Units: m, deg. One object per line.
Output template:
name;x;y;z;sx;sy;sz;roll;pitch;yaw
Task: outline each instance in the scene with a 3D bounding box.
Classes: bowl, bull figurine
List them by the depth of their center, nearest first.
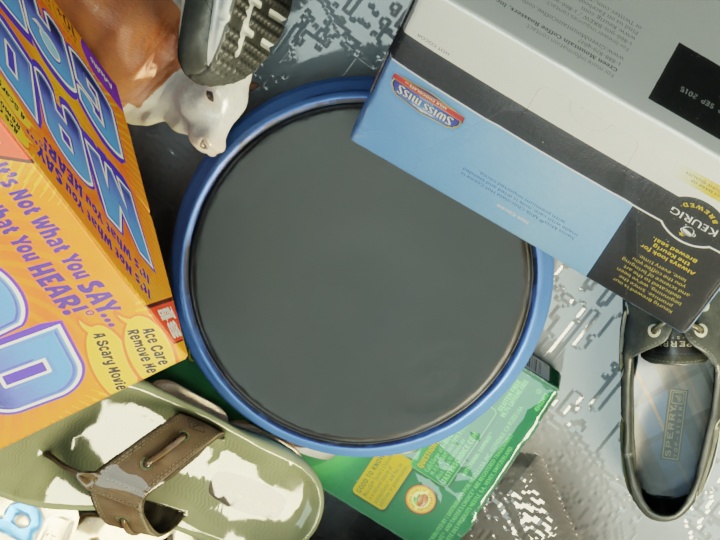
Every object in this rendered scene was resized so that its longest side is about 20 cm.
bowl;0.000;0.000;1.455;0.200;0.039;0.201;0;97;2
bull figurine;-0.144;-0.128;1.458;0.121;0.065;0.200;-37;85;16

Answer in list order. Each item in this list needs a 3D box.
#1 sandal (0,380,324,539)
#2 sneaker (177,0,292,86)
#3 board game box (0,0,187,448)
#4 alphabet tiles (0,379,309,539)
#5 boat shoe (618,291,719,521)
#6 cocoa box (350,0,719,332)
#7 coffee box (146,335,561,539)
sandal;-0.100;0.102;1.428;0.201;0.057;0.080;16;104;-28
sneaker;-0.073;-0.188;1.418;0.080;0.074;0.200;4;75;16
board game box;-0.228;-0.042;1.303;0.200;0.200;0.200;-26;136;8
alphabet tiles;-0.115;0.162;1.480;0.196;0.015;0.200;29;90;-26
boat shoe;0.168;0.037;1.479;0.069;0.057;0.200;2;106;6
cocoa box;0.121;-0.092;1.380;0.200;0.133;0.131;30;144;2
coffee box;-0.006;0.054;1.511;0.200;0.044;0.123;31;106;-3
